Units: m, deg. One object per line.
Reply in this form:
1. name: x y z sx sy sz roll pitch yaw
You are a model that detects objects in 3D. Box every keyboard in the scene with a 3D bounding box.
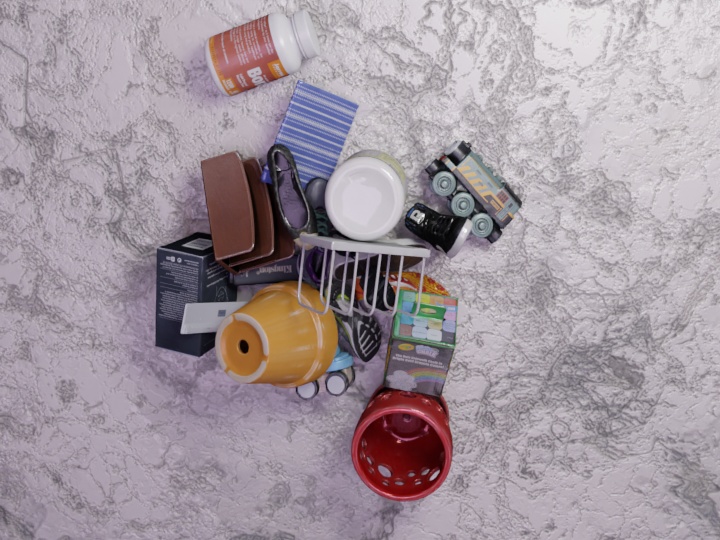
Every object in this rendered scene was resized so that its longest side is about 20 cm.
1. keyboard: -0.269 0.090 1.606 0.010 0.198 0.058 10 95 32

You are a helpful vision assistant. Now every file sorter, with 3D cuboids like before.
1. file sorter: 0.001 0.011 1.482 0.196 0.138 0.128 3 96 -29

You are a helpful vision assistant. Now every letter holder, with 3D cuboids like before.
1. letter holder: -0.208 -0.116 1.576 0.139 0.101 0.205 -15 72 9

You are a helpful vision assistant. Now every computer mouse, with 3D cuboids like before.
1. computer mouse: 0.000 0.000 1.577 0.059 0.034 0.201 -45 114 -17

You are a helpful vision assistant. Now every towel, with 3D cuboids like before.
1. towel: -0.097 -0.243 1.579 0.142 0.024 0.204 13 109 -35

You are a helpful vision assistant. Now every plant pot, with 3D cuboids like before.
1. plant pot: 0.086 0.326 1.666 0.195 0.183 0.206 2 106 6
2. plant pot: -0.169 0.130 1.563 0.196 0.182 0.206 3 96 28

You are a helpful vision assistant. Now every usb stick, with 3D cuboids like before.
1. usb stick: -0.164 -0.002 1.649 0.195 0.033 0.057 -4 106 -16

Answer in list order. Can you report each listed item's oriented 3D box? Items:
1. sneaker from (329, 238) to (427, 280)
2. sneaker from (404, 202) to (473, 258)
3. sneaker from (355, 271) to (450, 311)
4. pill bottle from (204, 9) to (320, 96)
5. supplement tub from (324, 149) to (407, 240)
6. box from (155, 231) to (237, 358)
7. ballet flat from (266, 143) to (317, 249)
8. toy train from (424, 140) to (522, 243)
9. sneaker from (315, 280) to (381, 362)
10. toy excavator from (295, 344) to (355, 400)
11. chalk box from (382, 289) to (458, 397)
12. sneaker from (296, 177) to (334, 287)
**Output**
1. sneaker: 0.032 -0.043 1.634 0.195 0.086 0.074 -9 134 -13
2. sneaker: 0.135 -0.080 1.543 0.110 0.200 0.074 31 85 -3
3. sneaker: 0.083 0.045 1.659 0.195 0.073 0.079 13 121 10
4. pill bottle: -0.178 -0.403 1.533 0.196 0.112 0.115 -17 103 11
5. supplement tub: 0.015 -0.144 1.535 0.141 0.200 0.149 1 104 6
6. box: -0.320 0.044 1.643 0.105 0.148 0.205 10 106 18
7. ballet flat: -0.130 -0.132 1.534 0.065 0.057 0.204 -18 102 8
8. toy train: 0.213 -0.150 1.580 0.114 0.085 0.200 -43 95 3
9. sneaker: -0.024 0.099 1.679 0.074 0.080 0.202 -39 118 -22
10. toy excavator: -0.114 0.154 1.698 0.190 0.100 0.205 -9 92 12
11. chalk box: 0.117 0.123 1.590 0.121 0.125 0.203 10 135 1
12. sneaker: -0.074 -0.072 1.595 0.073 0.087 0.205 -1 103 -23
